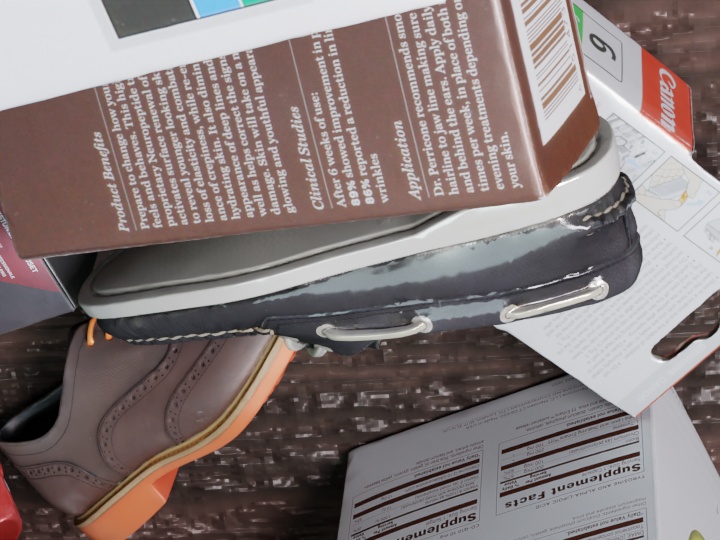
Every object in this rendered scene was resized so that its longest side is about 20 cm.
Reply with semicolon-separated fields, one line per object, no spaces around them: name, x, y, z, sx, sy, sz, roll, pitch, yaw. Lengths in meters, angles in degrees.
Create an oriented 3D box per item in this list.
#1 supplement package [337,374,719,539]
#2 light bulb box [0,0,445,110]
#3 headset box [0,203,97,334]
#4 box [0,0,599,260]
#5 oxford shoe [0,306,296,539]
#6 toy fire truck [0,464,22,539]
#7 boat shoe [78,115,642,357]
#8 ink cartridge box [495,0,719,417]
supplement package;0.090;0.182;0.774;0.146;0.201;0.192;-21;121;19
light bulb box;-0.077;-0.152;0.561;0.198;0.199;0.126;-11;124;15
headset box;-0.199;-0.039;0.728;0.198;0.075;0.149;-18;121;18
box;-0.030;-0.069;0.635;0.198;0.075;0.101;-5;111;24
oxford shoe;-0.077;0.034;0.771;0.072;0.071;0.200;36;121;-12
toy fire truck;-0.255;0.084;0.803;0.199;0.142;0.049;-18;157;-27
boat shoe;0.000;0.000;0.680;0.198;0.074;0.061;-16;119;10
ink cartridge box;0.062;-0.041;0.714;0.199;0.051;0.109;34;123;-18
